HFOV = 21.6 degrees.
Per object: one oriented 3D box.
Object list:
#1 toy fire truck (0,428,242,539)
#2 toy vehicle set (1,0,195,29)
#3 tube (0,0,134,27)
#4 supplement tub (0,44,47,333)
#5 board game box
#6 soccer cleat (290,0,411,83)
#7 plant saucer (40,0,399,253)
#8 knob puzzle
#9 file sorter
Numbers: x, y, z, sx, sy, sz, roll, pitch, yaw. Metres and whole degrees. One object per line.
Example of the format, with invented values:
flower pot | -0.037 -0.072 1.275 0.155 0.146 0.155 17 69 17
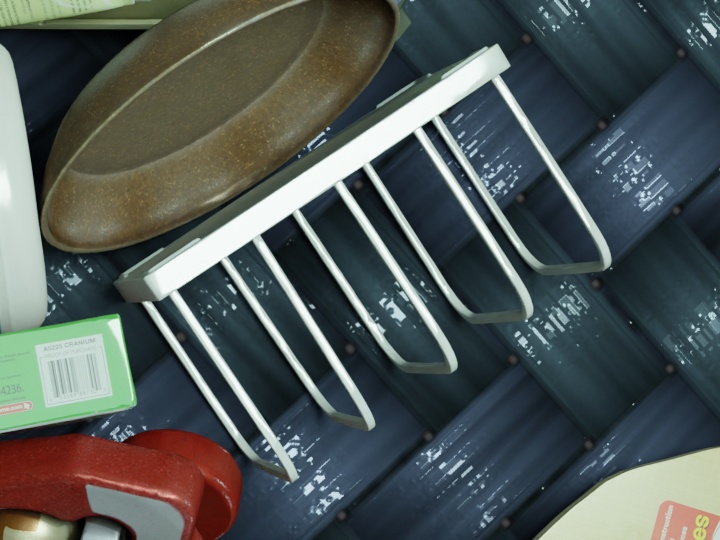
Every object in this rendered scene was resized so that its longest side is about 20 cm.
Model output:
toy fire truck | -0.149 0.147 0.871 0.168 0.200 0.112 11 45 -6
toy vehicle set | -0.133 -0.155 0.900 0.200 0.124 0.027 1 70 5
tube | -0.206 -0.131 0.871 0.200 0.058 0.052 -7 112 -3
supplement tub | -0.254 -0.027 0.881 0.200 0.145 0.145 -8 87 -12
board game box | -0.186 0.059 0.860 0.153 0.200 0.040 -10 87 -12
soccer cleat | 0.016 -0.191 0.984 0.084 0.065 0.200 38 82 -19
plant saucer | -0.073 -0.081 0.900 0.200 0.200 0.037 -32 77 -12
knob puzzle | 0.167 0.189 1.005 0.219 0.030 0.220 1 86 -11
file sorter | 0.000 0.000 0.934 0.200 0.139 0.125 -34 96 -12
